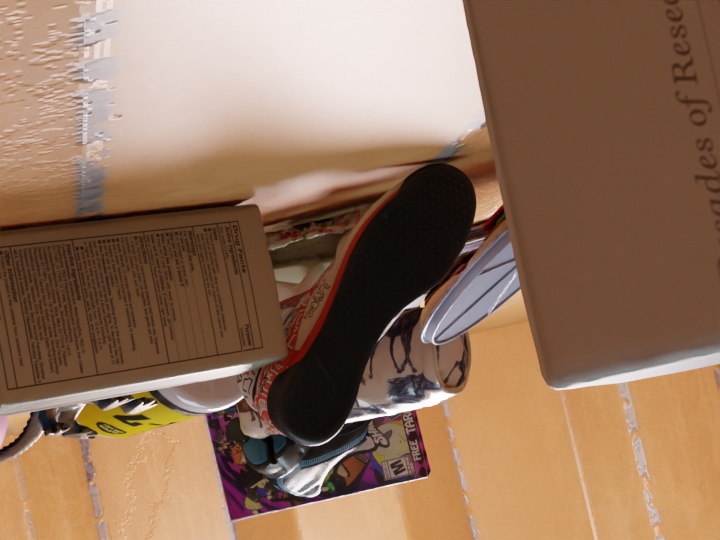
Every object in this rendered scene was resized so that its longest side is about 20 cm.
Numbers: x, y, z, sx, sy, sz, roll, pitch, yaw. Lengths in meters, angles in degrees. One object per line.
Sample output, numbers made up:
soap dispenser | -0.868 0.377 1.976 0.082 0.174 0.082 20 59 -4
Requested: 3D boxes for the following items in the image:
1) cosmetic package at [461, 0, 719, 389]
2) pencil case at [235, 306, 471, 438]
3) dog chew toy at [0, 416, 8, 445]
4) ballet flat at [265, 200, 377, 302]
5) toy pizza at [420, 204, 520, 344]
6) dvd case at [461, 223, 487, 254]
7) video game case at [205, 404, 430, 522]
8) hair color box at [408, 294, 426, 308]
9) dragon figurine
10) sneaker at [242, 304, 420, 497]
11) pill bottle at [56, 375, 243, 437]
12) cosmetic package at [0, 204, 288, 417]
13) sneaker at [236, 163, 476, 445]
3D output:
cosmetic package | 0.147 -0.079 0.390 0.167 0.167 0.200 -8 174 -39
pencil case | -0.006 0.073 1.366 0.199 0.090 0.078 -14 145 28
dog chew toy | -0.324 0.096 1.310 0.124 0.125 0.200 -11 166 -17
ballet flat | -0.025 0.001 1.206 0.199 0.076 0.064 -15 -158 14
toy pizza | 0.112 -0.023 1.250 0.200 0.032 0.200 -40 168 -11
dvd case | 0.137 -0.034 1.556 0.199 0.016 0.148 -16 172 35
video game case | -0.048 0.101 1.519 0.180 0.201 0.036 -13 -179 6
hair color box | 0.000 0.000 1.349 0.101 0.062 0.200 -12 173 -4
dragon figurine | -0.209 0.067 1.262 0.199 0.100 0.059 -29 160 25
sneaker | -0.016 0.099 1.471 0.073 0.200 0.082 31 167 46
pill bottle | -0.176 0.070 1.381 0.114 0.115 0.200 -8 173 -41
cosmetic package | -0.154 0.025 1.053 0.199 0.104 0.087 -6 172 -37
sneaker | -0.010 0.013 1.134 0.067 0.202 0.108 34 174 -23
